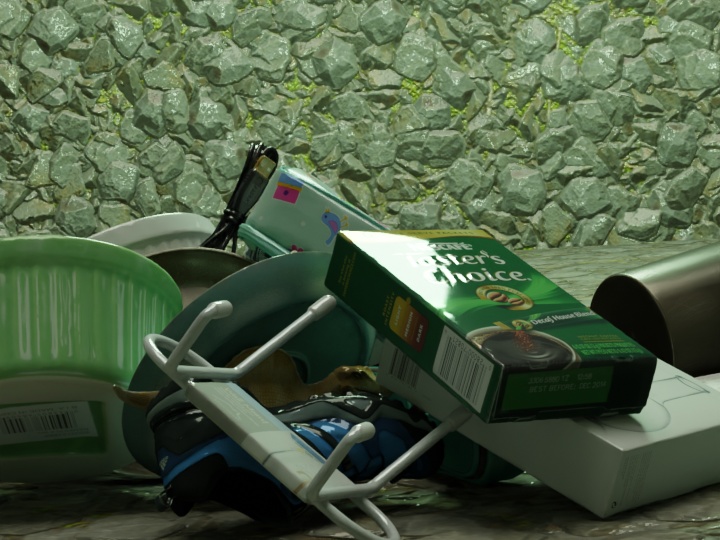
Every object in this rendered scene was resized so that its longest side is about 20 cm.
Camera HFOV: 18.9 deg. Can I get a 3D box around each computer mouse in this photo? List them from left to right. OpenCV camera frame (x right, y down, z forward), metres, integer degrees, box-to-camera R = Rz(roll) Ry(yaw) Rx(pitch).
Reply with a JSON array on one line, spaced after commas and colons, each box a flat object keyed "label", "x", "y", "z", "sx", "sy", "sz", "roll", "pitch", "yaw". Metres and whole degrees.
[{"label": "computer mouse", "x": -0.078, "y": -0.029, "z": 1.741, "sx": 0.044, "sy": 0.110, "sz": 0.200, "roll": 19, "pitch": -10, "yaw": 19}]

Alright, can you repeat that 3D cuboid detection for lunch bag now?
[{"label": "lunch bag", "x": 0.000, "y": 0.000, "z": 1.658, "sx": 0.160, "sy": 0.077, "sz": 0.200, "roll": 36, "pitch": 1, "yaw": 18}]

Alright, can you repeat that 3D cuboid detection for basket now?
[{"label": "basket", "x": 0.295, "y": 0.038, "z": 1.725, "sx": 0.200, "sy": 0.136, "sz": 0.180, "roll": -12, "pitch": -19, "yaw": -29}]

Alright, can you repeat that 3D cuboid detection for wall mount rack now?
[{"label": "wall mount rack", "x": -0.026, "y": 0.077, "z": 1.288, "sx": 0.200, "sy": 0.075, "sz": 0.174, "roll": 40, "pitch": 12, "yaw": 18}]

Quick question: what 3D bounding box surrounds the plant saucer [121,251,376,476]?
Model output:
[{"label": "plant saucer", "x": -0.067, "y": 0.074, "z": 1.460, "sx": 0.200, "sy": 0.200, "sz": 0.027, "roll": -8, "pitch": 42, "yaw": -39}]

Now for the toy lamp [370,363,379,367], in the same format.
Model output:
[{"label": "toy lamp", "x": -0.078, "y": 0.105, "z": 1.698, "sx": 0.200, "sy": 0.058, "sz": 0.058, "roll": -2, "pitch": 4, "yaw": -6}]

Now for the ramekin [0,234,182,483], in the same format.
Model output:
[{"label": "ramekin", "x": -0.219, "y": 0.068, "z": 1.478, "sx": 0.200, "sy": 0.098, "sz": 0.200, "roll": -5, "pitch": -29, "yaw": -3}]

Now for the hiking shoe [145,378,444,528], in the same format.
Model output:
[{"label": "hiking shoe", "x": -0.039, "y": 0.125, "z": 1.353, "sx": 0.200, "sy": 0.087, "sz": 0.074, "roll": 7, "pitch": -32, "yaw": -22}]

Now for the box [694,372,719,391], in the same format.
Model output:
[{"label": "box", "x": 0.267, "y": 0.100, "z": 1.570, "sx": 0.200, "sy": 0.035, "sz": 0.110, "roll": -7, "pitch": 6, "yaw": -37}]

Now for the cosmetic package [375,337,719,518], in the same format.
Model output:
[{"label": "cosmetic package", "x": 0.133, "y": 0.082, "z": 1.394, "sx": 0.200, "sy": 0.052, "sz": 0.151, "roll": 29, "pitch": 23, "yaw": 37}]

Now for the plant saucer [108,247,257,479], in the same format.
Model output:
[{"label": "plant saucer", "x": -0.136, "y": 0.072, "z": 1.590, "sx": 0.200, "sy": 0.200, "sz": 0.032, "roll": -3, "pitch": -36, "yaw": 12}]

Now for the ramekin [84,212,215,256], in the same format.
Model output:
[{"label": "ramekin", "x": -0.185, "y": 0.050, "z": 1.738, "sx": 0.200, "sy": 0.105, "sz": 0.200, "roll": -25, "pitch": -17, "yaw": -8}]

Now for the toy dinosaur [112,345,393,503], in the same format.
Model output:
[{"label": "toy dinosaur", "x": -0.081, "y": 0.097, "z": 1.416, "sx": 0.200, "sy": 0.101, "sz": 0.058, "roll": -2, "pitch": 21, "yaw": -27}]

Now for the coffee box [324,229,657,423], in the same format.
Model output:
[{"label": "coffee box", "x": 0.077, "y": 0.031, "z": 1.357, "sx": 0.123, "sy": 0.044, "sz": 0.200, "roll": -1, "pitch": 24, "yaw": -32}]

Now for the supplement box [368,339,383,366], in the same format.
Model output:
[{"label": "supplement box", "x": -0.007, "y": 0.062, "z": 1.874, "sx": 0.103, "sy": 0.101, "sz": 0.200, "roll": -5, "pitch": 5, "yaw": -8}]

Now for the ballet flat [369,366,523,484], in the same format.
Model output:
[{"label": "ballet flat", "x": 0.059, "y": 0.108, "z": 1.491, "sx": 0.070, "sy": 0.067, "sz": 0.200, "roll": 0, "pitch": 8, "yaw": -29}]
